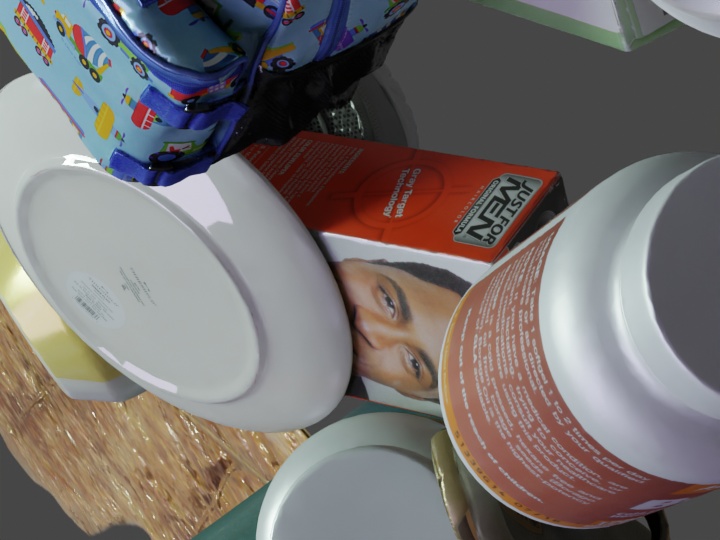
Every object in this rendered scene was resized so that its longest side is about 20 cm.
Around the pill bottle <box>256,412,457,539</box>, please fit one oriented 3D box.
[{"bbox_3d":[0.015,0.118,1.085,0.113,0.112,0.200,58,-176,7],"label":"pill bottle"}]

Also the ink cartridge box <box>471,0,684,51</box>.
[{"bbox_3d":[0.040,-0.181,0.838,0.145,0.048,0.201,30,143,57],"label":"ink cartridge box"}]

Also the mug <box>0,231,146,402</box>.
[{"bbox_3d":[-0.111,-0.024,1.239,0.150,0.153,0.187,53,175,47],"label":"mug"}]

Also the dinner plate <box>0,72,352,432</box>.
[{"bbox_3d":[-0.091,0.000,1.081,0.199,0.024,0.201,27,144,22],"label":"dinner plate"}]

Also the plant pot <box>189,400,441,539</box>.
[{"bbox_3d":[-0.009,0.182,1.269,0.200,0.195,0.201,50,159,27],"label":"plant pot"}]

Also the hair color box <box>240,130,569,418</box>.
[{"bbox_3d":[0.000,0.000,1.065,0.199,0.061,0.102,10,136,35],"label":"hair color box"}]

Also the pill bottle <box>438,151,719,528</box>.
[{"bbox_3d":[0.104,0.024,0.867,0.113,0.112,0.200,59,162,4],"label":"pill bottle"}]

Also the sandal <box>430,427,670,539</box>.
[{"bbox_3d":[0.095,0.107,1.022,0.200,0.054,0.081,37,-152,-52],"label":"sandal"}]

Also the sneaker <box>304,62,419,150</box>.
[{"bbox_3d":[-0.058,-0.088,1.125,0.200,0.082,0.075,42,122,24],"label":"sneaker"}]

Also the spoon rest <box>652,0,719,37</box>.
[{"bbox_3d":[0.069,-0.134,0.741,0.199,0.061,0.100,27,141,4],"label":"spoon rest"}]

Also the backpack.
[{"bbox_3d":[-0.054,-0.143,0.857,0.183,0.134,0.200,55,157,4],"label":"backpack"}]
